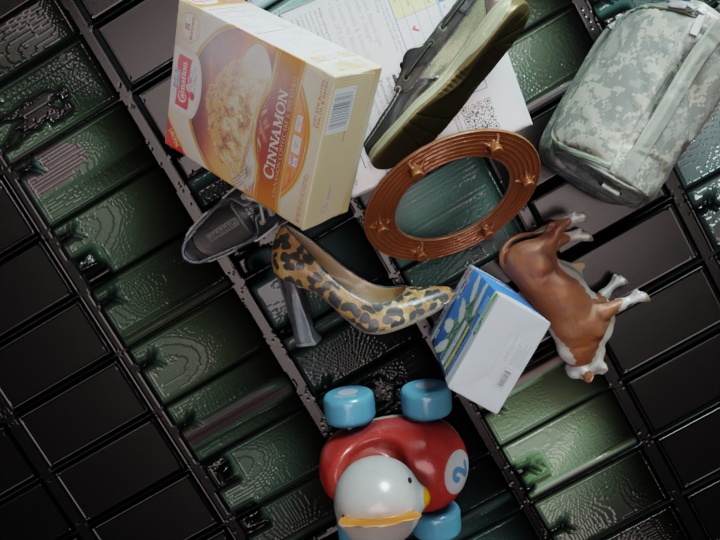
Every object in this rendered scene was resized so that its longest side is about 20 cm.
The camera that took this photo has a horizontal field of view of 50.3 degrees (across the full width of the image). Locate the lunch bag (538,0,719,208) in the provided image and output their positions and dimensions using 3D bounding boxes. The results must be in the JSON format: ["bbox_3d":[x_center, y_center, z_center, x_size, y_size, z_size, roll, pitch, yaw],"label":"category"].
[{"bbox_3d":[0.291,-0.170,0.791,0.139,0.168,0.201,30,98,-4],"label":"lunch bag"}]

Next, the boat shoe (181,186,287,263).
[{"bbox_3d":[-0.116,-0.070,0.839,0.199,0.068,0.072,-29,103,18],"label":"boat shoe"}]

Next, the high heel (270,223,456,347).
[{"bbox_3d":[0.000,0.000,0.869,0.199,0.071,0.143,-13,100,8],"label":"high heel"}]

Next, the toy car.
[{"bbox_3d":[0.038,0.240,0.841,0.176,0.200,0.185,-5,99,1],"label":"toy car"}]

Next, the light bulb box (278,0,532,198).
[{"bbox_3d":[0.046,-0.204,0.809,0.199,0.125,0.199,-21,98,3],"label":"light bulb box"}]

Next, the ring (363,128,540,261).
[{"bbox_3d":[0.100,-0.071,0.811,0.200,0.201,0.019,-23,57,4],"label":"ring"}]

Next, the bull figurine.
[{"bbox_3d":[0.246,0.031,0.876,0.121,0.065,0.200,-38,99,2],"label":"bull figurine"}]

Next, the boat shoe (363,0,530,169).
[{"bbox_3d":[0.070,-0.184,0.719,0.201,0.072,0.066,-47,69,19],"label":"boat shoe"}]

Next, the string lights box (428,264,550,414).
[{"bbox_3d":[0.130,0.065,0.812,0.059,0.200,0.103,28,97,-5],"label":"string lights box"}]

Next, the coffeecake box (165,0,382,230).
[{"bbox_3d":[-0.092,-0.158,0.744,0.200,0.073,0.154,32,126,26],"label":"coffeecake box"}]
